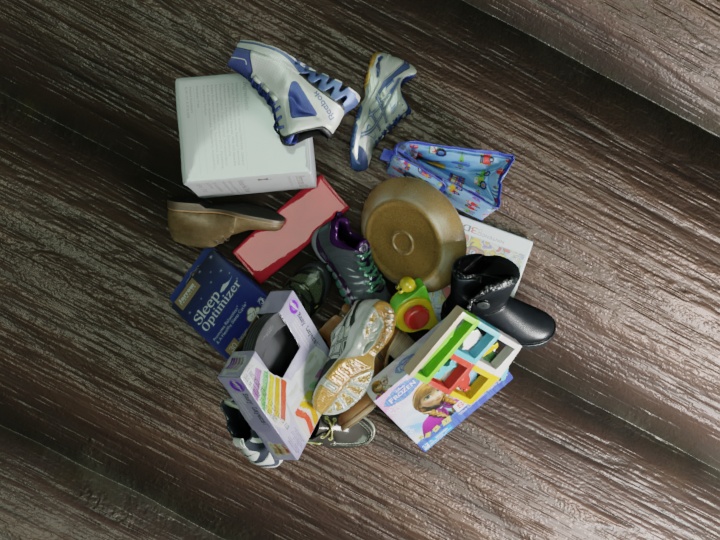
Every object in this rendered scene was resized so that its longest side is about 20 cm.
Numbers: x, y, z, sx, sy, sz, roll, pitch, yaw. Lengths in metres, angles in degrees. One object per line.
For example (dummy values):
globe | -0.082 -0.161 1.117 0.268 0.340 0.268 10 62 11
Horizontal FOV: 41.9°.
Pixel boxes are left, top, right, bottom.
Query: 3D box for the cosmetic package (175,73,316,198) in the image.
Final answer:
cosmetic package | -0.178 -0.214 1.495 0.199 0.167 0.167 -5 87 0

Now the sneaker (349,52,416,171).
sneaker | 0.037 -0.256 1.550 0.088 0.075 0.201 15 93 -2

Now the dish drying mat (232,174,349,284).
dish drying mat | -0.117 -0.069 1.584 0.200 0.018 0.077 -41 93 0

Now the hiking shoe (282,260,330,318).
hiking shoe | -0.117 0.071 1.548 0.076 0.101 0.200 38 91 -3

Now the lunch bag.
lunch bag | 0.130 -0.162 1.517 0.199 0.151 0.094 18 86 0

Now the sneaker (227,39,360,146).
sneaker | -0.111 -0.248 1.374 0.199 0.081 0.116 25 84 -2

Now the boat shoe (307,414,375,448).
boat shoe | -0.073 0.261 1.578 0.200 0.061 0.072 12 92 -2

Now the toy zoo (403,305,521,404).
toy zoo | 0.172 0.141 1.479 0.200 0.020 0.131 30 104 -43

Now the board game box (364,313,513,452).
board game box | 0.131 0.182 1.529 0.200 0.041 0.200 -41 135 1

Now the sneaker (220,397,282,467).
sneaker | -0.156 0.199 1.482 0.079 0.130 0.200 7 69 30

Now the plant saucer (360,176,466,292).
plant saucer | 0.075 -0.050 1.520 0.199 0.035 0.201 16 120 30

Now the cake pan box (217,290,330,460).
cake pan box | -0.119 0.156 1.435 0.052 0.185 0.200 -5 128 32

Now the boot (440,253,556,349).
boot | 0.231 0.049 1.496 0.199 0.168 0.077 12 61 1

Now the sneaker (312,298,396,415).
sneaker | -0.019 0.135 1.481 0.076 0.088 0.200 40 76 -31

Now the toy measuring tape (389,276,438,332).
toy measuring tape | 0.091 0.092 1.539 0.073 0.074 0.201 -21 127 0

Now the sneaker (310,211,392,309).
sneaker | 0.000 0.000 1.532 0.200 0.088 0.074 50 52 2

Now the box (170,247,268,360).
box | -0.229 0.051 1.530 0.200 0.032 0.121 38 93 31

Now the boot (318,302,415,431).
boot | -0.013 0.152 1.566 0.155 0.074 0.200 40 72 2

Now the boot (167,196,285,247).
boot | -0.223 -0.075 1.562 0.199 0.074 0.076 6 104 7

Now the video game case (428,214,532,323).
video game case | 0.175 0.015 1.591 0.181 0.023 0.201 19 92 -2
